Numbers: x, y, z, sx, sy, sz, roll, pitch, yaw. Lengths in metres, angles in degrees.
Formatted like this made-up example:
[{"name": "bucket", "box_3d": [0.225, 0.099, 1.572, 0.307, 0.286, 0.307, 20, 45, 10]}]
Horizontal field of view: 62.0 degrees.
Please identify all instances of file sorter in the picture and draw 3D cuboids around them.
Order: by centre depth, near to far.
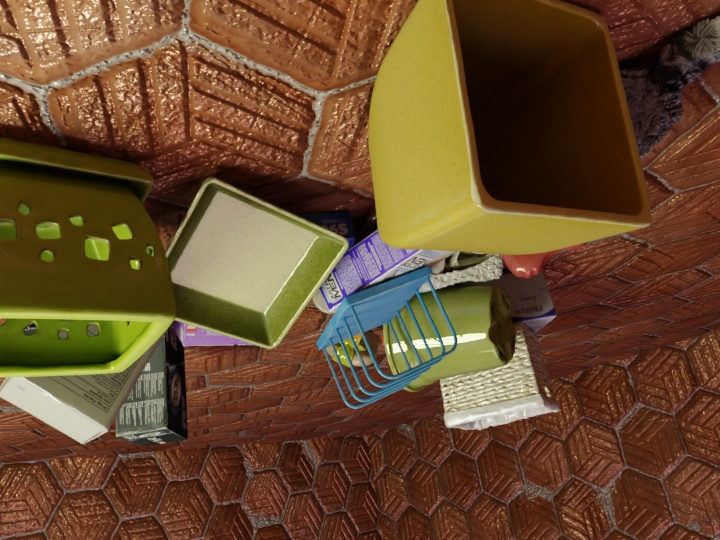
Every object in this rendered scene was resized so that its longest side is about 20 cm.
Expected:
[{"name": "file sorter", "box_3d": [0.036, 0.106, 0.875, 0.136, 0.125, 0.201, -19, 163, -23]}]

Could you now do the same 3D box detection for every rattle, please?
[{"name": "rattle", "box_3d": [0.008, 0.115, 1.287, 0.128, 0.147, 0.198, 14, -164, 39]}]

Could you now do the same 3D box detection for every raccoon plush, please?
[{"name": "raccoon plush", "box_3d": [0.319, -0.164, 0.646, 0.197, 0.099, 0.133, -24, 163, 31]}]

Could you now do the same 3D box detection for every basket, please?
[{"name": "basket", "box_3d": [0.267, 0.217, 1.187, 0.196, 0.165, 0.197, -20, 158, 22]}]

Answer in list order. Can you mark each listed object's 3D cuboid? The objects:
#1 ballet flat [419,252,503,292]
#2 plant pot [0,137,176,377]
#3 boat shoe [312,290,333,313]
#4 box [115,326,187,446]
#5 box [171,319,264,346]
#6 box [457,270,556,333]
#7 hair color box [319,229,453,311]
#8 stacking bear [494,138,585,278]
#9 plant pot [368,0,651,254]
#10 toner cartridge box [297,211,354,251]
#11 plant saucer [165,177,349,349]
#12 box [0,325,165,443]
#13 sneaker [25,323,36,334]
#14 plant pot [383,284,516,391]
[{"name": "ballet flat", "box_3d": [0.148, -0.013, 0.999, 0.195, 0.074, 0.072, -8, 160, -14]}, {"name": "plant pot", "box_3d": [-0.309, -0.009, 0.594, 0.196, 0.186, 0.198, 6, 153, -36]}, {"name": "boat shoe", "box_3d": [0.000, 0.000, 0.976, 0.198, 0.073, 0.063, -34, -168, 36]}, {"name": "box", "box_3d": [-0.365, 0.192, 1.055, 0.084, 0.205, 0.164, -7, 159, -6]}, {"name": "box", "box_3d": [-0.214, 0.069, 0.903, 0.134, 0.040, 0.199, 3, -172, -27]}, {"name": "box", "box_3d": [0.272, 0.086, 1.233, 0.179, 0.108, 0.201, -8, 160, -8]}, {"name": "hair color box", "box_3d": [0.043, -0.016, 0.845, 0.198, 0.066, 0.109, -32, 163, 23]}, {"name": "stacking bear", "box_3d": [0.204, -0.102, 0.716, 0.120, 0.115, 0.201, -30, 146, 2]}, {"name": "plant pot", "box_3d": [0.105, -0.106, 0.550, 0.190, 0.201, 0.199, 2, 163, -29]}, {"name": "toner cartridge box", "box_3d": [-0.112, -0.035, 0.822, 0.195, 0.044, 0.095, -5, 158, -15]}, {"name": "plant saucer", "box_3d": [-0.145, -0.010, 0.744, 0.197, 0.048, 0.201, 22, 119, -32]}, {"name": "box", "box_3d": [-0.343, 0.096, 0.776, 0.127, 0.203, 0.108, 39, 139, -20]}, {"name": "sneaker", "box_3d": [-0.424, 0.072, 0.916, 0.194, 0.062, 0.104, -10, 164, 7]}, {"name": "plant pot", "box_3d": [0.165, 0.103, 1.041, 0.180, 0.206, 0.199, -9, 163, 31]}]
